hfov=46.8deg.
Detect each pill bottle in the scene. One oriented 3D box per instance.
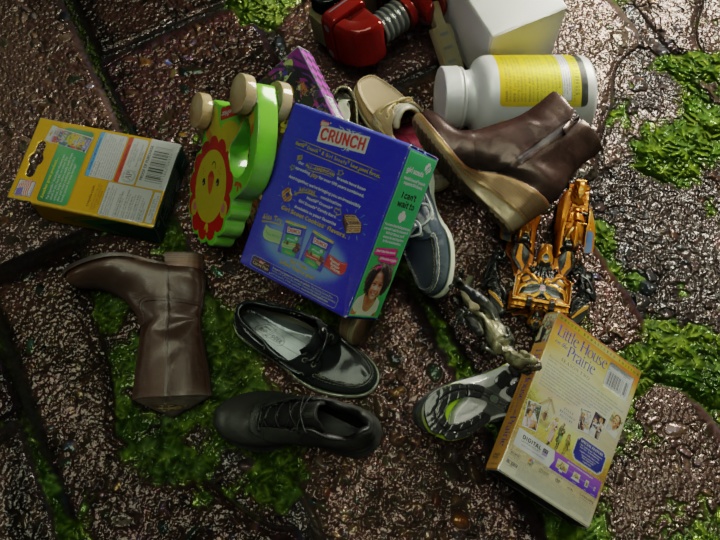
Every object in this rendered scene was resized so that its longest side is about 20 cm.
[{"bbox_3d":[0.201,-0.229,1.104,0.198,0.111,0.112,-2,67,-8],"label":"pill bottle"}]

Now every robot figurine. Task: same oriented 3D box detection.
[{"bbox_3d":[0.232,-0.022,1.055,0.143,0.058,0.202,8,68,6],"label":"robot figurine"}]

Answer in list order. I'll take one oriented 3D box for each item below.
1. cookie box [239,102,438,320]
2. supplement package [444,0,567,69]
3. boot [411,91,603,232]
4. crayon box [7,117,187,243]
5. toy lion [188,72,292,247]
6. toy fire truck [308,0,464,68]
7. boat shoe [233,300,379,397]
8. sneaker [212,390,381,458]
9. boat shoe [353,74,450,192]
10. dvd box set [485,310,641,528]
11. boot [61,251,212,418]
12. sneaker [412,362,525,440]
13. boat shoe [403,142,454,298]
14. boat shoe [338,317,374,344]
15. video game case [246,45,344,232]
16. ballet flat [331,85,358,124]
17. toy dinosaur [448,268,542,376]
[{"bbox_3d":[-0.027,-0.068,0.962,0.170,0.075,0.202,26,99,29],"label":"cookie box"},{"bbox_3d":[0.181,-0.384,1.171,0.119,0.121,0.201,-23,70,-9],"label":"supplement package"},{"bbox_3d":[0.181,-0.165,1.038,0.166,0.072,0.200,-44,86,-6],"label":"boot"},{"bbox_3d":[-0.344,-0.120,1.102,0.198,0.052,0.127,12,68,4],"label":"crayon box"},{"bbox_3d":[-0.160,-0.127,1.025,0.068,0.199,0.194,5,87,-33],"label":"toy lion"},{"bbox_3d":[0.050,-0.336,1.166,0.176,0.129,0.200,-38,62,-14],"label":"toy fire truck"},{"bbox_3d":[-0.068,0.088,1.006,0.198,0.066,0.075,31,70,12],"label":"boat shoe"},{"bbox_3d":[-0.074,0.170,0.960,0.198,0.091,0.077,1,69,2],"label":"sneaker"},{"bbox_3d":[0.061,-0.200,1.123,0.073,0.069,0.200,-35,72,-14],"label":"boat shoe"},{"bbox_3d":[0.237,0.170,0.956,0.146,0.029,0.201,33,68,-20],"label":"dvd box set"},{"bbox_3d":[-0.275,0.080,1.018,0.184,0.064,0.202,-5,72,0],"label":"boot"},{"bbox_3d":[0.147,0.147,0.979,0.198,0.081,0.075,-7,86,-24],"label":"sneaker"},{"bbox_3d":[0.065,-0.065,1.014,0.061,0.074,0.202,8,69,-45],"label":"boat shoe"},{"bbox_3d":[0.000,0.000,1.046,0.064,0.072,0.201,12,58,10],"label":"boat shoe"},{"bbox_3d":[-0.098,-0.155,1.076,0.181,0.036,0.201,-35,68,23],"label":"video game case"},{"bbox_3d":[-0.030,-0.157,1.102,0.067,0.075,0.202,3,68,-5],"label":"ballet flat"},{"bbox_3d":[0.139,0.050,0.972,0.047,0.088,0.201,-44,37,14],"label":"toy dinosaur"}]
